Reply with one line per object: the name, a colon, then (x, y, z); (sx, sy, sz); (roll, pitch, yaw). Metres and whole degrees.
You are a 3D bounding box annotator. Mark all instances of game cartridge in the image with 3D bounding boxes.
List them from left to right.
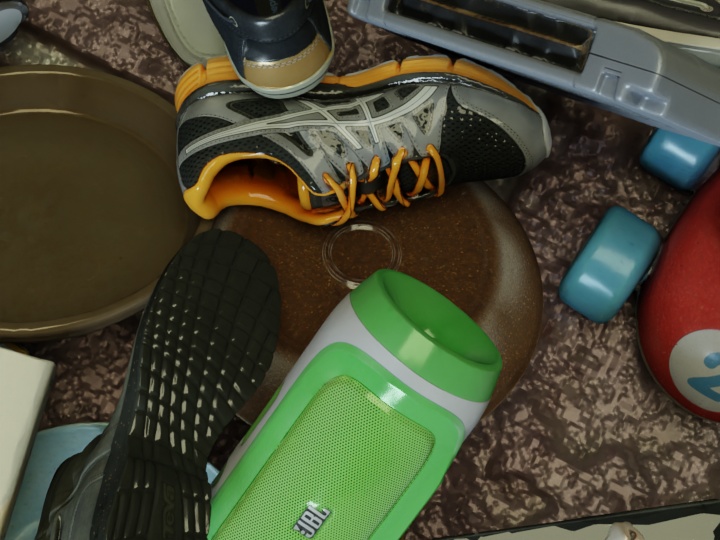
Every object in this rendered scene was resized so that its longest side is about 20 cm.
game cartridge: (0.096, -0.108, 0.790); (0.199, 0.132, 0.042); (25, 102, 37)

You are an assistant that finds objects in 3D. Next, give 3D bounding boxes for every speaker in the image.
speaker: (-0.019, 0.100, 0.750); (0.088, 0.088, 0.201); (37, 106, 6)

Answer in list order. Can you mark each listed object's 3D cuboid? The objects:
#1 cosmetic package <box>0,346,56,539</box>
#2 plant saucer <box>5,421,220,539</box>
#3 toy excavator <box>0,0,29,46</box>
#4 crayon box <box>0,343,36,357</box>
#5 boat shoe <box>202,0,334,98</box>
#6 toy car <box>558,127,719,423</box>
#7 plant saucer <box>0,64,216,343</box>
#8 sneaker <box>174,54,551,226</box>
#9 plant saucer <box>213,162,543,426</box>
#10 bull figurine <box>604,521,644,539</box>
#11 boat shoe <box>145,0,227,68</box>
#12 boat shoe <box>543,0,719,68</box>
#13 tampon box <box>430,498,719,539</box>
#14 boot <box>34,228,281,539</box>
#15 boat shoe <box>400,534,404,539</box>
cosmetic package: (-0.208, 0.132, 0.756); (0.072, 0.103, 0.203); (18, 82, -9)
plant saucer: (-0.138, 0.182, 0.828); (0.198, 0.039, 0.204); (0, 77, -2)
toy excavator: (-0.304, -0.109, 0.857); (0.100, 0.200, 0.194); (54, 37, 9)
crayon box: (-0.277, 0.095, 0.835); (0.125, 0.052, 0.201); (33, 78, 5)
boat shoe: (-0.064, -0.181, 0.809); (0.074, 0.062, 0.202); (-19, 62, -2)
toy car: (0.222, -0.015, 0.798); (0.183, 0.200, 0.178); (33, 79, 5)
plant saucer: (-0.173, -0.035, 0.834); (0.197, 0.030, 0.202); (4, 46, -4)
sneaker: (-0.002, -0.059, 0.812); (0.197, 0.079, 0.078); (1, 56, 10)
plant saucer: (0.000, 0.000, 0.836); (0.197, 0.037, 0.203); (1, 56, -2)
bull figurine: (0.163, 0.201, 0.691); (0.120, 0.065, 0.202); (-16, 79, -8)
boat shoe: (-0.096, -0.208, 0.895); (0.074, 0.068, 0.203); (-11, 79, -4)
boat shoe: (0.179, -0.144, 0.890); (0.197, 0.073, 0.064); (11, 81, 5)
tampon box: (0.112, 0.226, 0.782); (0.148, 0.126, 0.203); (-7, 78, -4)
boot: (-0.113, 0.081, 0.772); (0.067, 0.130, 0.202); (31, 57, -24)
boat shoe: (-0.006, 0.097, 0.835); (0.073, 0.066, 0.203); (-8, 78, -3)
